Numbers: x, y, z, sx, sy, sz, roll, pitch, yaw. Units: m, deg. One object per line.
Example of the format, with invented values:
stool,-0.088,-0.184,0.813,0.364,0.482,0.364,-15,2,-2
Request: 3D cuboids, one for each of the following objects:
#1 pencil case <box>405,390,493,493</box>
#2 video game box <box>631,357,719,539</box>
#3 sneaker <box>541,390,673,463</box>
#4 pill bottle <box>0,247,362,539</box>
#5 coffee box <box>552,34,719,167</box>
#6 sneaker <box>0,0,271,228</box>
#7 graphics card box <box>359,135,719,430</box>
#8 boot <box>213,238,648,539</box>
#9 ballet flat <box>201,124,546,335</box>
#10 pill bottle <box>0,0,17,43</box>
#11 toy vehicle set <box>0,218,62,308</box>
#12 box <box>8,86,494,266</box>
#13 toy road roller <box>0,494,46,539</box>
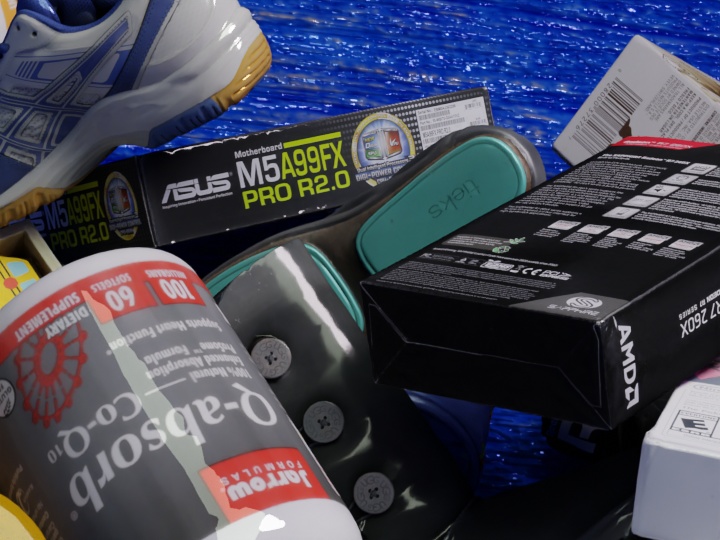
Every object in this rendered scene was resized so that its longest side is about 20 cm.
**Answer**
pencil case,0.039,0.040,1.236,0.077,0.087,0.200,-3,32,18
video game box,0.219,0.077,1.027,0.198,0.047,0.182,11,19,14
sneaker,0.138,0.096,1.215,0.111,0.074,0.200,11,29,0
pill bottle,-0.069,0.099,1.020,0.115,0.116,0.200,-15,57,-34
coffee box,0.210,-0.024,1.341,0.200,0.080,0.113,45,15,32
sneaker,-0.136,-0.084,1.153,0.088,0.199,0.075,57,23,-15
graphics card box,0.109,0.000,1.082,0.125,0.051,0.199,9,25,39
boot,0.024,0.067,1.113,0.165,0.066,0.200,-39,74,-5
ballet flat,0.000,0.000,1.180,0.199,0.073,0.073,-32,40,12
pill bottle,-0.156,-0.157,1.390,0.112,0.113,0.199,38,44,27
toy vehicle set,-0.149,0.078,1.109,0.124,0.027,0.200,-24,63,-26
box,-0.056,-0.043,1.260,0.199,0.045,0.160,-13,3,-31
toy road roller,-0.189,0.100,1.005,0.145,0.123,0.201,4,62,-11
